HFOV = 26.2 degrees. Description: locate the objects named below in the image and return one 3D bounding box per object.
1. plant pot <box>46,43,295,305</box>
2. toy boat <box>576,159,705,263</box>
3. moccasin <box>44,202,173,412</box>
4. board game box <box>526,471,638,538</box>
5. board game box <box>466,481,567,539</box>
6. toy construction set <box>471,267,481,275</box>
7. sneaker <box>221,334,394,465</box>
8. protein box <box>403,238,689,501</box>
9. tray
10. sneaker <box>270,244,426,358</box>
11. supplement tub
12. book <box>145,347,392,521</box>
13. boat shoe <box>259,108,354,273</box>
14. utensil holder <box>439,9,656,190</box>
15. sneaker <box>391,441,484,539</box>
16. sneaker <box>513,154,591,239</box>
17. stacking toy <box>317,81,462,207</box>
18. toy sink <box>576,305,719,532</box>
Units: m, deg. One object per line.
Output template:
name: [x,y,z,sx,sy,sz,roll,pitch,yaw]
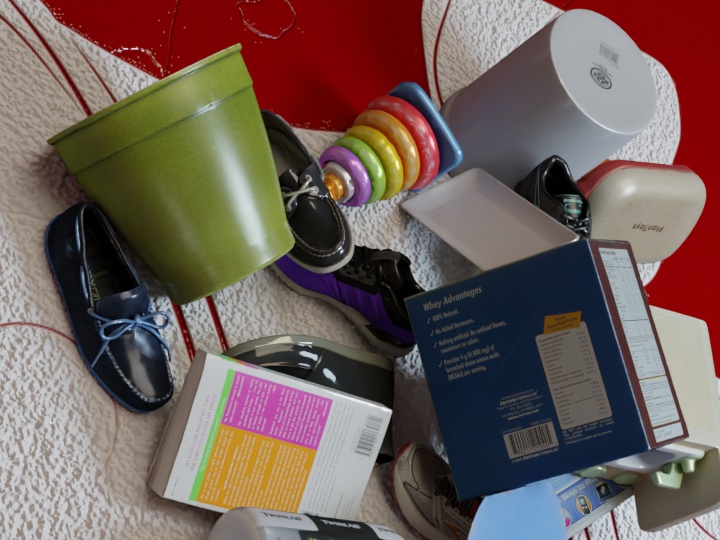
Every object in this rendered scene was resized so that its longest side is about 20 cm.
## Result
plant pot: [-0.157,-0.080,1.439,0.200,0.200,0.194,-34,101,-43]
toy boat: [0.313,-0.088,1.852,0.199,0.131,0.131,2,36,-36]
moccasin: [-0.226,0.033,1.392,0.080,0.068,0.201,-28,85,-43]
board game box: [0.205,0.176,1.652,0.199,0.056,0.197,-21,80,-42]
board game box: [0.130,0.281,1.442,0.200,0.039,0.159,-2,92,-55]
toy construction set: [0.197,0.006,1.713,0.199,0.092,0.131,-15,61,-46]
sneaker: [-0.043,0.127,1.477,0.199,0.075,0.107,10,61,-34]
protein box: [0.177,0.094,1.476,0.135,0.198,0.201,2,70,-63]
tray: [0.135,-0.046,1.644,0.107,0.200,0.022,-27,126,-17]
sneaker: [0.000,0.000,1.559,0.200,0.099,0.070,35,50,-13]
supplement tub: [-0.034,0.280,1.369,0.199,0.122,0.123,13,60,-32]
book: [-0.078,0.161,1.406,0.199,0.048,0.134,20,89,-28]
boat shoe: [-0.066,-0.082,1.531,0.074,0.060,0.200,-22,52,-5]
utensil holder: [0.211,-0.176,1.749,0.169,0.200,0.171,17,58,-29]
sneaker: [0.112,0.242,1.526,0.200,0.082,0.078,46,48,-10]
sneaker: [0.210,-0.032,1.642,0.075,0.079,0.201,2,56,-25]
stacking toy: [-0.002,-0.105,1.624,0.200,0.116,0.110,-35,91,-34]
toy sink: [0.289,0.155,1.602,0.112,0.130,0.201,14,60,-31]
